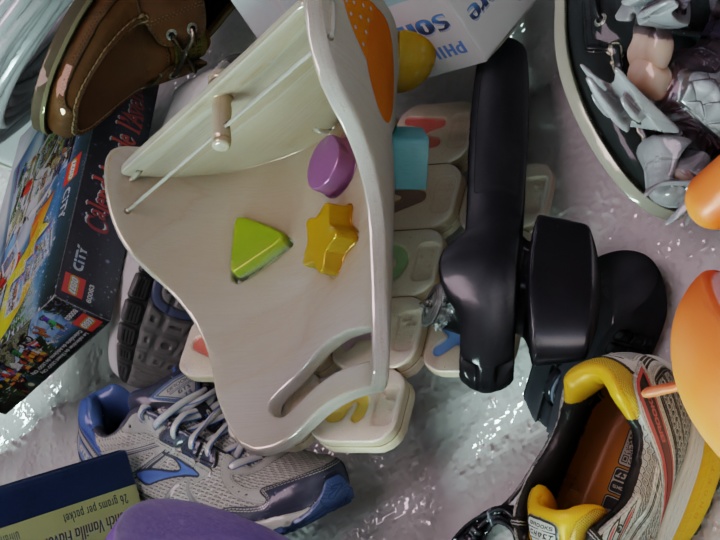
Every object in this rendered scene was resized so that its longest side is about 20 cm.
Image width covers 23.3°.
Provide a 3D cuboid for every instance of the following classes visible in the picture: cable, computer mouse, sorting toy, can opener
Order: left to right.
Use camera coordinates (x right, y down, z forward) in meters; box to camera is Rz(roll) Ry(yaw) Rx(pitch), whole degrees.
[{"bbox_3d":[-0.199,-0.165,1.052,0.200,0.069,0.200,-53,2,17],"label":"cable"},{"bbox_3d":[-0.029,-0.013,0.837,0.200,0.106,0.181,-34,55,47],"label":"sorting toy"},{"bbox_3d":[0.067,-0.028,0.829,0.064,0.078,0.201,101,172,-47],"label":"can opener"},{"bbox_3d":[0.079,0.078,0.813,0.059,0.034,0.201,35,99,45],"label":"computer mouse"}]

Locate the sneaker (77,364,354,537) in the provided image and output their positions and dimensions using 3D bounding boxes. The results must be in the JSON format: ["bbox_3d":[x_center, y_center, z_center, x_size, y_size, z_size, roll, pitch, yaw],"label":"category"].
[{"bbox_3d":[-0.088,0.096,0.916,0.199,0.077,0.086,-2,102,43],"label":"sneaker"}]

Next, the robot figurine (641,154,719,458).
[{"bbox_3d":[0.199,0.010,0.665,0.200,0.144,0.117,-47,19,20],"label":"robot figurine"}]

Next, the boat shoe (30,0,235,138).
[{"bbox_3d":[-0.118,-0.147,1.018,0.068,0.072,0.201,26,57,7],"label":"boat shoe"}]

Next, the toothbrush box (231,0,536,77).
[{"bbox_3d":[-0.016,-0.193,0.880,0.146,0.200,0.085,-7,36,49],"label":"toothbrush box"}]

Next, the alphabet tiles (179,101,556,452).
[{"bbox_3d":[0.000,0.000,0.889,0.194,0.015,0.201,-3,57,32],"label":"alphabet tiles"}]

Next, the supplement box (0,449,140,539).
[{"bbox_3d":[-0.204,0.222,0.906,0.199,0.134,0.201,-19,86,38],"label":"supplement box"}]

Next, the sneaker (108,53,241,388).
[{"bbox_3d":[-0.100,-0.026,1.016,0.087,0.074,0.201,-1,66,56],"label":"sneaker"}]

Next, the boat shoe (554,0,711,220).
[{"bbox_3d":[0.136,-0.120,0.810,0.066,0.074,0.201,-38,42,40],"label":"boat shoe"}]

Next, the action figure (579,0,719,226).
[{"bbox_3d":[0.167,-0.108,0.743,0.069,0.130,0.201,13,72,46],"label":"action figure"}]

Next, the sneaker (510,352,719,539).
[{"bbox_3d":[0.091,0.130,0.745,0.077,0.082,0.202,6,79,44],"label":"sneaker"}]

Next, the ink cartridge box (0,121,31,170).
[{"bbox_3d":[-0.287,-0.176,1.235,0.200,0.084,0.147,30,95,47],"label":"ink cartridge box"}]

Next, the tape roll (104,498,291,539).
[{"bbox_3d":[-0.043,0.194,0.763,0.085,0.199,0.200,-55,45,10],"label":"tape roll"}]

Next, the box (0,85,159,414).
[{"bbox_3d":[-0.181,-0.030,1.055,0.136,0.038,0.201,-36,37,44],"label":"box"}]
